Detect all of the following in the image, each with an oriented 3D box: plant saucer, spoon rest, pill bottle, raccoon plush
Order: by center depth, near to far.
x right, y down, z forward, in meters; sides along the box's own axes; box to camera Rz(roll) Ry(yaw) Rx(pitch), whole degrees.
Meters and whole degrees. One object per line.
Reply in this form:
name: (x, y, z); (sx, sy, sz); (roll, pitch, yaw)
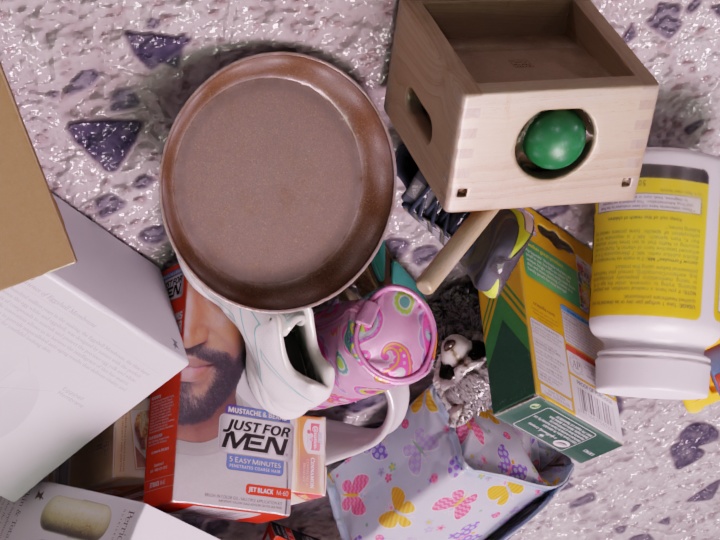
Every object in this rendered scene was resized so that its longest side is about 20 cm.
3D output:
plant saucer: (-0.066, -0.068, 1.436); (0.199, 0.032, 0.202); (-3, 96, -25)
pill bottle: (0.250, 0.005, 1.562); (0.114, 0.201, 0.114); (4, 172, 1)
raccoon plush: (0.135, 0.093, 1.664); (0.199, 0.134, 0.097); (20, 124, -35)
spoon rest: (-0.019, 0.150, 1.688); (0.099, 0.061, 0.200); (-32, 168, -49)

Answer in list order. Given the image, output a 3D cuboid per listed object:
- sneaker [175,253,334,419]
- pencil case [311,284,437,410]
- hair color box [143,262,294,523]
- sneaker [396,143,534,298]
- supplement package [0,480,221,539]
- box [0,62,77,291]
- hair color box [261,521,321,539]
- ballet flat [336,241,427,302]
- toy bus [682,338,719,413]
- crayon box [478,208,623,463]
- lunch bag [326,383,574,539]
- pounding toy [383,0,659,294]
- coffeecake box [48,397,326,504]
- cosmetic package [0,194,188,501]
sneaker: (-0.078, 0.022, 1.487); (0.070, 0.201, 0.080); (-33, -176, -31)
pencil case: (-0.013, 0.067, 1.556); (0.087, 0.088, 0.200); (6, 169, -26)
hair color box: (-0.113, 0.101, 1.530); (0.110, 0.201, 0.064); (10, 162, -29)
sneaker: (0.075, -0.042, 1.470); (0.081, 0.200, 0.074); (21, 106, -22)
supplement package: (-0.209, 0.271, 1.516); (0.199, 0.153, 0.150); (3, 157, 47)
box: (-0.312, -0.070, 1.317); (0.163, 0.021, 0.201); (-21, 96, 0)
hair color box: (-0.004, 0.311, 1.793); (0.199, 0.102, 0.062); (23, 89, -6)
ballet flat: (0.000, 0.000, 1.573); (0.065, 0.071, 0.200); (-12, 136, 16)
toy bus: (0.347, 0.039, 1.655); (0.199, 0.192, 0.136); (-26, 136, 3)
crayon box: (0.160, 0.052, 1.601); (0.051, 0.201, 0.125); (-28, 139, 32)
lunch bag: (0.096, 0.215, 1.783); (0.169, 0.128, 0.199); (-41, 141, 25)
pounding toy: (0.109, -0.102, 1.398); (0.183, 0.200, 0.143); (-4, 126, -17)
coffeecake box: (-0.152, 0.164, 1.620); (0.199, 0.074, 0.153); (9, 163, -28)
cosmetic package: (-0.281, 0.048, 1.466); (0.200, 0.123, 0.199); (-36, 135, 16)
